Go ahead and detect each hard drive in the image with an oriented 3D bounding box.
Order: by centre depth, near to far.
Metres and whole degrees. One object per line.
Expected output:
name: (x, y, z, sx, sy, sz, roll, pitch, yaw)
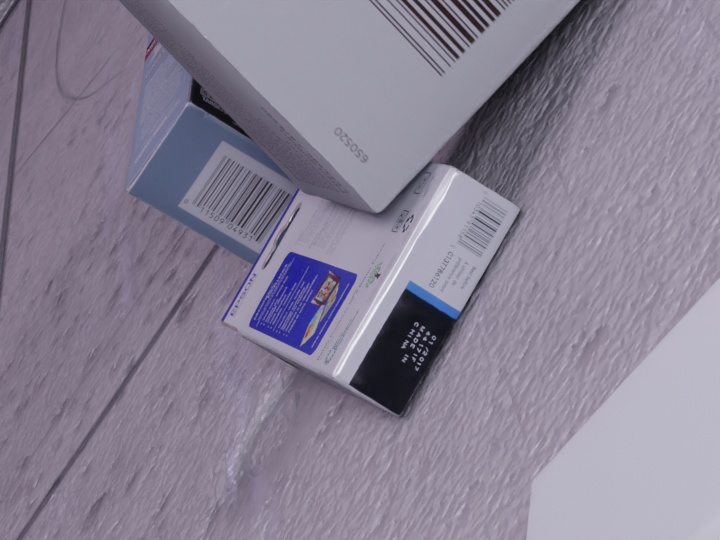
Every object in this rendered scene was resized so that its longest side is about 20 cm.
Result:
hard drive: (0.113, 0.036, 0.766, 0.200, 0.026, 0.132, -50, 15, 29)

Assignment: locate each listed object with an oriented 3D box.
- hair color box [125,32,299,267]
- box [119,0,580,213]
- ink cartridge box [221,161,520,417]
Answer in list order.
hair color box: (-0.055, -0.081, 1.369, 0.061, 0.099, 0.200, -53, 17, 23)
box: (-0.009, -0.164, 1.130, 0.199, 0.200, 0.131, -47, 14, -6)
ink cartridge box: (0.000, 0.000, 1.169, 0.100, 0.039, 0.200, -60, 17, -2)
